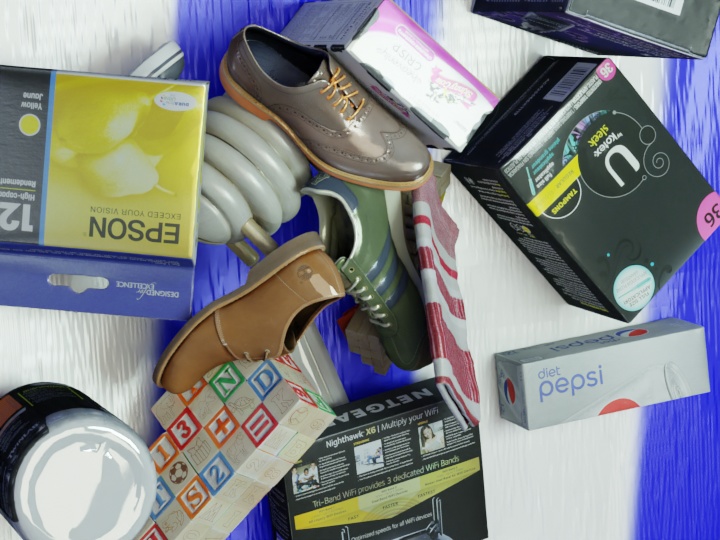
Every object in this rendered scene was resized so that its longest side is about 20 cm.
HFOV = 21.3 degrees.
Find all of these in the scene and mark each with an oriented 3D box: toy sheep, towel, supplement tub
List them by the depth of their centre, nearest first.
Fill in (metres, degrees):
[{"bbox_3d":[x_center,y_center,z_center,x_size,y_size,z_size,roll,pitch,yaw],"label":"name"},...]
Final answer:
[{"bbox_3d":[-0.250,0.160,1.577,0.122,0.200,0.123,-3,98,-21],"label":"supplement tub"},{"bbox_3d":[-0.105,-0.082,1.643,0.138,0.138,0.200,49,62,-19],"label":"toy sheep"},{"bbox_3d":[0.073,0.024,1.648,0.023,0.144,0.200,-11,67,10],"label":"towel"}]

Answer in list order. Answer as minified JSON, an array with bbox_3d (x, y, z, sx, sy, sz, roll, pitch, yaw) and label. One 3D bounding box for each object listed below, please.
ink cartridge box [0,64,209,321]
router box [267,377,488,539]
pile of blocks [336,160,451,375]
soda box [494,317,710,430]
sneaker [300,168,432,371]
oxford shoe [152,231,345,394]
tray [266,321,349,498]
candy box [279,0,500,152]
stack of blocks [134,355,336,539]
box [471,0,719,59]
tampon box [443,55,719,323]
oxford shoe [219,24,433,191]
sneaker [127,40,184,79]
[{"bbox_3d":[-0.229,-0.063,1.567,0.197,0.047,0.201,4,94,0],"label":"ink cartridge box"},{"bbox_3d":[0.015,0.196,1.745,0.200,0.052,0.158,-15,114,-22],"label":"router box"},{"bbox_3d":[0.026,-0.008,1.750,0.062,0.082,0.200,16,78,20],"label":"pile of blocks"},{"bbox_3d":[0.233,0.098,1.833,0.200,0.063,0.068,-10,100,-20],"label":"soda box"},{"bbox_3d":[0.000,0.000,1.633,0.090,0.067,0.201,-22,105,-35],"label":"sneaker"},{"bbox_3d":[-0.095,0.053,1.598,0.200,0.071,0.071,-39,77,25],"label":"oxford shoe"},{"bbox_3d":[-0.064,0.119,1.741,0.107,0.022,0.200,-27,105,-15],"label":"tray"},{"bbox_3d":[0.017,-0.169,1.641,0.136,0.200,0.061,40,82,-21],"label":"candy box"},{"bbox_3d":[-0.130,0.154,1.660,0.200,0.115,0.059,-49,143,9],"label":"stack of blocks"},{"bbox_3d":[0.213,-0.258,1.708,0.148,0.200,0.105,15,91,-21],"label":"box"},{"bbox_3d":[0.210,-0.078,1.768,0.150,0.126,0.200,-47,110,-10],"label":"tampon box"},{"bbox_3d":[-0.025,-0.133,1.575,0.200,0.073,0.071,29,65,-1],"label":"oxford shoe"},{"bbox_3d":[-0.209,-0.104,1.626,0.200,0.078,0.079,-45,99,0],"label":"sneaker"}]
